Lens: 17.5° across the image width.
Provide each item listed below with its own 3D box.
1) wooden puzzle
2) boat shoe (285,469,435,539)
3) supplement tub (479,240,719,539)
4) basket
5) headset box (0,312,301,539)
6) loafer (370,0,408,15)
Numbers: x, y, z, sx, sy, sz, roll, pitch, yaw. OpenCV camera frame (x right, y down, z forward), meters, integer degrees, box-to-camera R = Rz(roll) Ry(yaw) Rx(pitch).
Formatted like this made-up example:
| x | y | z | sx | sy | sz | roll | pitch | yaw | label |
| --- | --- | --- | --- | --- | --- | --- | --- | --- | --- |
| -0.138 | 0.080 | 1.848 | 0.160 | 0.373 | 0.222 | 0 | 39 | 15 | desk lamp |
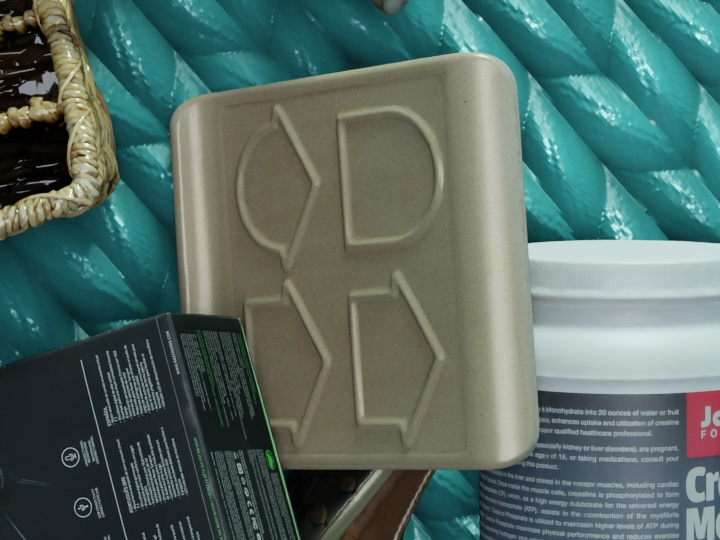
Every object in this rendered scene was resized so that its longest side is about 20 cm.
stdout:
| x | y | z | sx | sy | sz | roll | pitch | yaw | label |
| --- | --- | --- | --- | --- | --- | --- | --- | --- | --- |
| 0.000 | 0.000 | 1.103 | 0.200 | 0.046 | 0.186 | -4 | 89 | 39 | wooden puzzle |
| -0.014 | 0.150 | 1.149 | 0.074 | 0.076 | 0.200 | 34 | 98 | -21 | boat shoe |
| 0.125 | 0.090 | 1.108 | 0.140 | 0.140 | 0.201 | -1 | 95 | -1 | supplement tub |
| -0.223 | -0.074 | 1.081 | 0.199 | 0.149 | 0.143 | -15 | 95 | 1 | basket |
| -0.138 | 0.130 | 1.089 | 0.199 | 0.093 | 0.175 | -19 | 81 | 16 | headset box |
| -0.004 | -0.220 | 1.118 | 0.069 | 0.075 | 0.201 | -4 | 86 | 4 | loafer |
